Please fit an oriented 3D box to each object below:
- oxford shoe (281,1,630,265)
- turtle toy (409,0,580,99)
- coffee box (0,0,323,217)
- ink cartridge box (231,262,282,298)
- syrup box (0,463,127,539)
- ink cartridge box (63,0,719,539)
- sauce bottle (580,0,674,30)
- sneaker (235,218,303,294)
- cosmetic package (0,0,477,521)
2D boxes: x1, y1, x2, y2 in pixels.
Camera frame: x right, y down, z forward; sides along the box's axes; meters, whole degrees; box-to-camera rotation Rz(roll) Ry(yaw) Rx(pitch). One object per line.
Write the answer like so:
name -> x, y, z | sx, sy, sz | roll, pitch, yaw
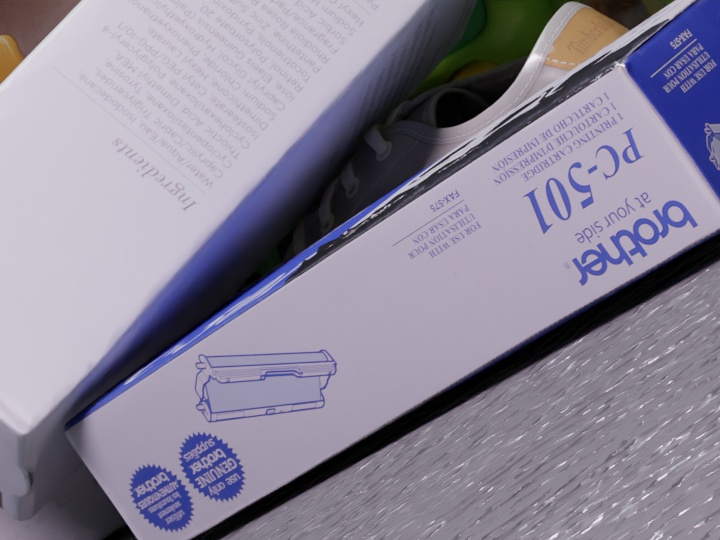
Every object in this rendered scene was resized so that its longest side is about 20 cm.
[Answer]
oxford shoe -> 0.015, -0.014, 0.798 | 0.200, 0.058, 0.075 | -35, 7, 38
turtle toy -> 0.034, -0.118, 1.000 | 0.200, 0.101, 0.146 | -178, 108, -80
coffee box -> -0.101, -0.054, 0.852 | 0.200, 0.114, 0.080 | -14, 4, -29
ink cartridge box -> 0.000, 0.000, 0.912 | 0.200, 0.037, 0.095 | -33, 5, 4
syrup box -> -0.158, 0.085, 0.900 | 0.079, 0.081, 0.200 | -36, 5, -37
ink cartridge box -> 0.024, -0.003, 0.673 | 0.200, 0.044, 0.094 | -33, 3, 41
sauce bottle -> 0.157, -0.124, 0.838 | 0.200, 0.066, 0.066 | -35, 4, 22
sneaker -> -0.024, -0.021, 1.059 | 0.085, 0.078, 0.200 | -38, 4, -6
cosmetic package -> -0.050, -0.036, 0.765 | 0.200, 0.074, 0.102 | -47, -7, -19
